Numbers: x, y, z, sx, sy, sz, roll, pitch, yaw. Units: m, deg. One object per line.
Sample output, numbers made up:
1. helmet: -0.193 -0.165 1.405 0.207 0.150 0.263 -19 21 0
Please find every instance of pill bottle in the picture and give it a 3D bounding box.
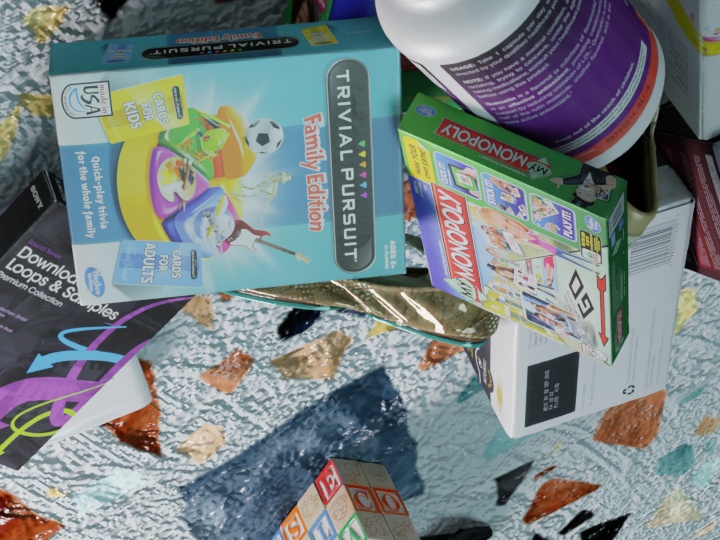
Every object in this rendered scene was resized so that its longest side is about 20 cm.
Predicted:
1. pill bottle: 0.083 -0.142 1.018 0.112 0.113 0.200 -39 139 12

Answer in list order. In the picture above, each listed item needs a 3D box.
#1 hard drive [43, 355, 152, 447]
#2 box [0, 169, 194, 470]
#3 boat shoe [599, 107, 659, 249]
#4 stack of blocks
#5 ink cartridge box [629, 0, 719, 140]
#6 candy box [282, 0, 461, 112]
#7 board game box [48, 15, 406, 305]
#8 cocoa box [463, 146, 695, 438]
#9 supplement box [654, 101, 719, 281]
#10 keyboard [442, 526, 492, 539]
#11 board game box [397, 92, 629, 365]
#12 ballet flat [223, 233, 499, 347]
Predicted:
1. hard drive: -0.224 0.046 1.221 0.131 0.026 0.201 -22 139 -9
2. box: -0.213 0.038 1.172 0.200 0.036 0.143 -45 137 16
3. boat shoe: 0.159 -0.099 1.156 0.073 0.202 0.066 15 147 -29
4. stack of blocks: -0.032 0.266 1.489 0.058 0.116 0.201 12 125 -38
5. ink cartridge box: 0.240 -0.217 1.123 0.145 0.147 0.201 -22 139 -9
6. candy box: 0.053 -0.195 1.093 0.167 0.077 0.201 -5 133 -24
7. board game box: -0.075 -0.064 1.067 0.198 0.047 0.152 -6 122 -5
8. cocoa box: 0.142 -0.006 1.294 0.132 0.132 0.201 -16 138 -12
9. supplement box: 0.246 -0.054 1.236 0.060 0.200 0.110 -22 103 -8
10. keyboard: 0.025 0.287 1.619 0.200 0.040 0.104 -47 160 19
11. board game box: 0.096 -0.020 1.094 0.029 0.134 0.200 -59 159 -20
12. ballet flat: 0.000 0.000 1.240 0.198 0.071 0.066 10 105 5
